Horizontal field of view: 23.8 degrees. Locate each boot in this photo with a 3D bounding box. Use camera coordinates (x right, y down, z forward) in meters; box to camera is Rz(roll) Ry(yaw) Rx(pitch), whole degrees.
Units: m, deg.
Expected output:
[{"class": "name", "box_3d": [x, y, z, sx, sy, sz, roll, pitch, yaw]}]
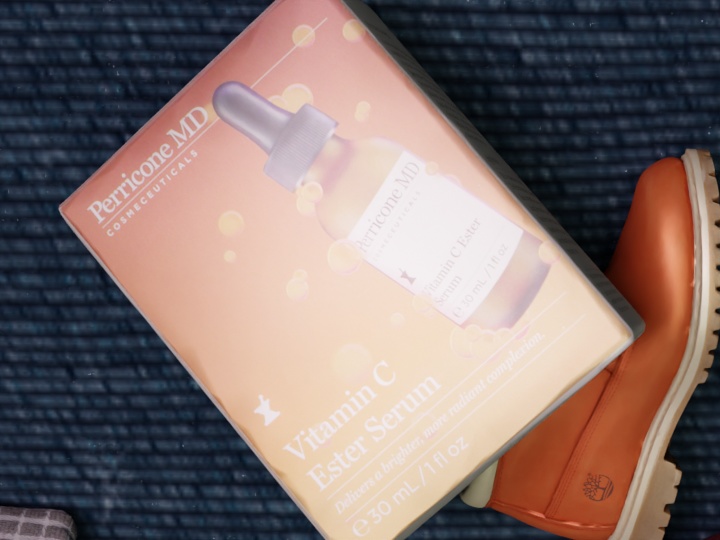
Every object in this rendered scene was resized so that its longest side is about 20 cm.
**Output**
[{"class": "boot", "box_3d": [0.107, 0.034, 0.797, 0.107, 0.075, 0.201, 13, 106, 0]}]

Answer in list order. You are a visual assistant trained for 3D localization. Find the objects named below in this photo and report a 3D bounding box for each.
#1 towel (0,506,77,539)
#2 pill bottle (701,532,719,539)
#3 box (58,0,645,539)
[{"class": "towel", "box_3d": [-0.228, 0.158, 0.773, 0.199, 0.166, 0.086, 9, 99, -4]}, {"class": "pill bottle", "box_3d": [0.187, 0.181, 0.815, 0.199, 0.114, 0.114, -21, 105, 3]}, {"class": "box", "box_3d": [0.000, 0.000, 0.734, 0.152, 0.106, 0.200, -42, 82, 9]}]
